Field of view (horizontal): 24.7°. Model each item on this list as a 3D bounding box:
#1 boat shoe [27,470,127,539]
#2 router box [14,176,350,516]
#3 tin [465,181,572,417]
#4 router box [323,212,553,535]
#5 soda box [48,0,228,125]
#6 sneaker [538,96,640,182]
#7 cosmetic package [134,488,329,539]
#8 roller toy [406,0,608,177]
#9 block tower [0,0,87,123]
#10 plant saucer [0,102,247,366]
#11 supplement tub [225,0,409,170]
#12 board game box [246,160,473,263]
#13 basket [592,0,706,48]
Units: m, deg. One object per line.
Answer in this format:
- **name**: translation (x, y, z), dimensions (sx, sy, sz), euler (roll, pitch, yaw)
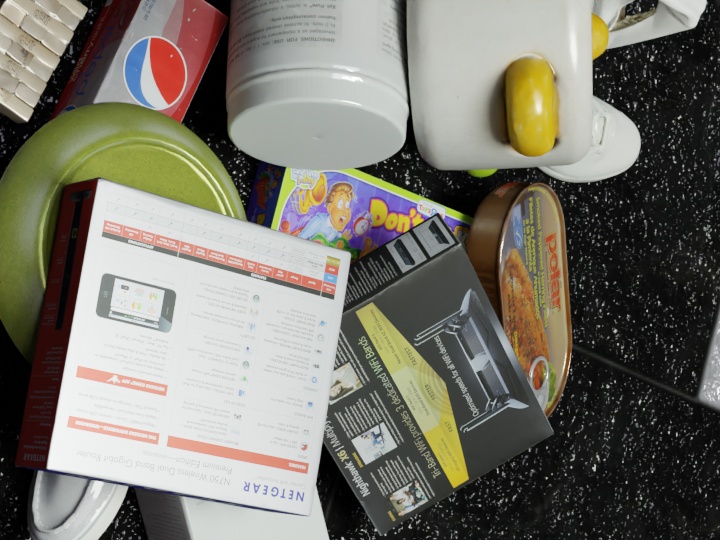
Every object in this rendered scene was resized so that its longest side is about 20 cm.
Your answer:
- **boat shoe**: translation (-0.181, 0.091, 1.107), dimensions (0.202, 0.071, 0.069), euler (-67, 153, -15)
- **router box**: translation (-0.110, 0.053, 1.059), dimensions (0.199, 0.049, 0.182), euler (17, 77, -35)
- **tin**: translation (0.128, 0.026, 1.320), dimensions (0.112, 0.042, 0.202), euler (-29, 120, -46)
- **router box**: translation (0.036, 0.080, 1.217), dimensions (0.156, 0.052, 0.201), euler (-29, 124, -2)
- **soda box**: translation (-0.169, -0.103, 1.133), dimensions (0.070, 0.063, 0.202), euler (32, 73, -32)
- **sneaker**: translation (0.169, -0.122, 1.350), dimensions (0.198, 0.088, 0.076), euler (15, 81, -34)
- **cosmetic package**: translation (-0.085, 0.203, 1.184), dimensions (0.112, 0.081, 0.202), euler (-17, 101, -33)
- **roller toy**: translation (0.108, -0.166, 1.179), dimensions (0.138, 0.200, 0.185), euler (-2, 88, 8)
- **block tower**: translation (-0.210, -0.198, 1.110), dimensions (0.054, 0.058, 0.202), euler (34, 70, -29)
- **plant saucer**: translation (-0.148, -0.012, 1.084), dimensions (0.198, 0.031, 0.203), euler (3, 86, -37)
- **supplement tub**: translation (-0.028, -0.187, 1.165), dimensions (0.131, 0.131, 0.202), euler (15, 68, -33)
- **board game box**: translation (0.000, 0.000, 1.260), dimensions (0.199, 0.045, 0.136), euler (20, 79, -33)
- **basket**: translation (0.179, -0.283, 1.331), dimensions (0.199, 0.135, 0.125), euler (27, 71, -31)
